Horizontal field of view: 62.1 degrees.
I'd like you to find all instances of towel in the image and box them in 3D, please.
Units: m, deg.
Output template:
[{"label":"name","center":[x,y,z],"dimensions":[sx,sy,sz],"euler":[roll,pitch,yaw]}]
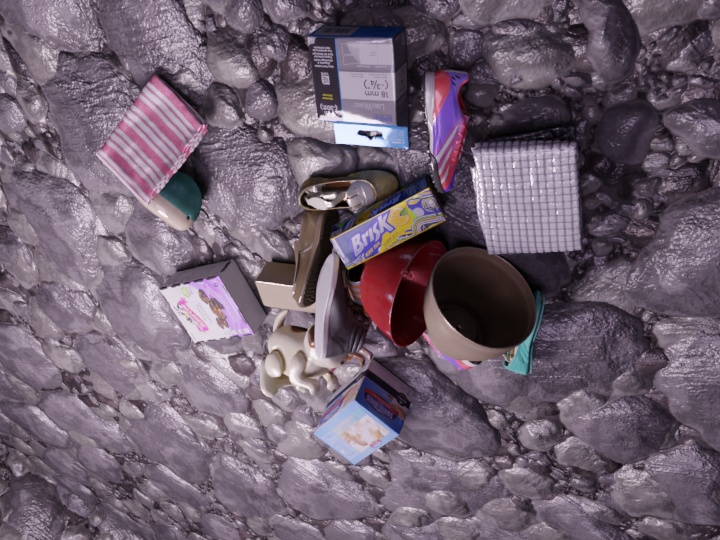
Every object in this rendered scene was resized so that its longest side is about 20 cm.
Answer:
[{"label":"towel","center":[0.268,-0.126,0.951],"dimensions":[0.163,0.086,0.203],"euler":[0,127,27]},{"label":"towel","center":[-0.397,-0.246,1.130],"dimensions":[0.146,0.030,0.200],"euler":[42,99,4]}]

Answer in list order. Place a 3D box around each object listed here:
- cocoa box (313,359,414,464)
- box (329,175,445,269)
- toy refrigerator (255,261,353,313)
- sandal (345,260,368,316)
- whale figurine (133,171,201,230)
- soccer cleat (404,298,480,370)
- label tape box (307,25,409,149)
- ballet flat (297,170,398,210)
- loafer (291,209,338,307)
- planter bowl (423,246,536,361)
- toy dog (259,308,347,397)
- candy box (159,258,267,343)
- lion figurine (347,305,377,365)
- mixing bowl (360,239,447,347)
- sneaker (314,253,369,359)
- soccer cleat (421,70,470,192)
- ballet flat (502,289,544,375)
[{"label":"cocoa box","center":[0.007,0.332,1.387],"dimensions":[0.133,0.132,0.200],"euler":[38,132,-6]},{"label":"box","center":[0.047,-0.083,1.055],"dimensions":[0.198,0.065,0.071],"euler":[-26,112,16]},{"label":"toy refrigerator","center":[-0.115,0.037,1.265],"dimensions":[0.196,0.070,0.077],"euler":[6,135,22]},{"label":"sandal","center":[-0.002,-0.005,1.167],"dimensions":[0.058,0.079,0.210],"euler":[-8,122,-16]},{"label":"whale figurine","center":[-0.409,-0.172,1.234],"dimensions":[0.199,0.104,0.159],"euler":[37,173,23]},{"label":"soccer cleat","center":[0.157,0.132,1.213],"dimensions":[0.199,0.069,0.073],"euler":[39,140,-8]},{"label":"label tape box","center":[0.002,-0.283,0.968],"dimensions":[0.142,0.064,0.203],"euler":[9,128,20]},{"label":"ballet flat","center":[-0.028,-0.139,1.090],"dimensions":[0.196,0.071,0.072],"euler":[0,125,25]},{"label":"loafer","center":[-0.096,-0.028,1.174],"dimensions":[0.067,0.076,0.204],"euler":[20,97,34]},{"label":"planter bowl","center":[0.194,0.079,1.073],"dimensions":[0.198,0.202,0.135],"euler":[30,142,1]},{"label":"toy dog","center":[-0.100,0.166,1.258],"dimensions":[0.198,0.198,0.138],"euler":[-23,154,39]},{"label":"candy box","center":[-0.344,0.076,1.399],"dimensions":[0.197,0.072,0.170],"euler":[-11,120,31]},{"label":"lion figurine","center":[-0.028,0.133,1.306],"dimensions":[0.121,0.072,0.203],"euler":[26,119,22]},{"label":"mixing bowl","center":[0.069,0.027,1.104],"dimensions":[0.107,0.200,0.203],"euler":[21,134,31]},{"label":"sneaker","center":[-0.031,0.069,1.149],"dimensions":[0.097,0.071,0.204],"euler":[2,97,-22]},{"label":"soccer cleat","center":[0.141,-0.215,0.947],"dimensions":[0.072,0.069,0.203],"euler":[-4,125,11]},{"label":"ballet flat","center":[0.300,0.120,1.129],"dimensions":[0.069,0.068,0.203],"euler":[5,129,11]}]
